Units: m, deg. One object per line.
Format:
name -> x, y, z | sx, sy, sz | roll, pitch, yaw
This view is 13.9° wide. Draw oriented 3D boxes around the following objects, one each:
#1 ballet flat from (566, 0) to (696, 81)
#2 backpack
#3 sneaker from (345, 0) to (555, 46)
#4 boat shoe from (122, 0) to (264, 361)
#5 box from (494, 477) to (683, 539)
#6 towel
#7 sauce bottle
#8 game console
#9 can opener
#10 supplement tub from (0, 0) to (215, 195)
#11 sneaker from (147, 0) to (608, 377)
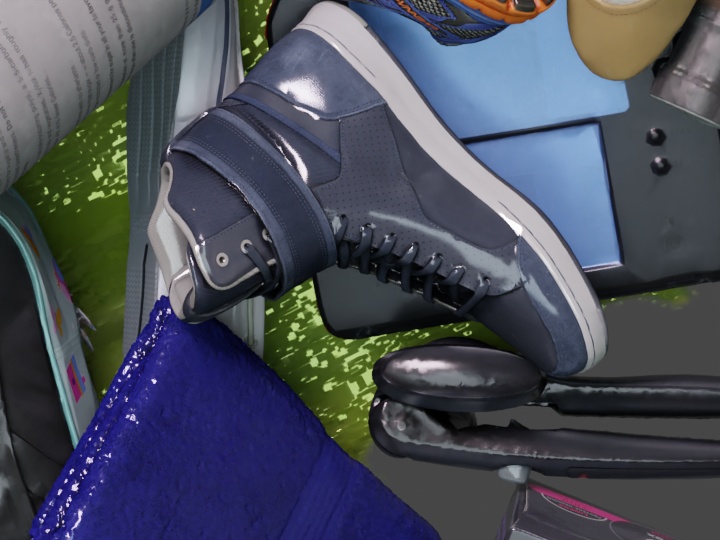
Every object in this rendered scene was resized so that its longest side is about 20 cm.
ballet flat -> 0.128, -0.173, 1.254 | 0.069, 0.063, 0.201 | 33, 111, 27
backpack -> -0.208, 0.047, 1.340 | 0.175, 0.153, 0.201 | -11, 108, 4
sneaker -> -0.011, -0.156, 1.285 | 0.200, 0.075, 0.078 | 34, 146, -6
boat shoe -> -0.069, -0.042, 1.362 | 0.067, 0.074, 0.201 | 3, 99, -24
box -> 0.090, 0.216, 1.362 | 0.122, 0.106, 0.201 | 22, 101, 3
towel -> -0.054, 0.125, 1.327 | 0.049, 0.148, 0.200 | -12, 131, 44
sauce bottle -> 0.186, -0.159, 1.296 | 0.065, 0.065, 0.201 | 23, 93, 2
game console -> 0.065, -0.066, 1.354 | 0.199, 0.031, 0.178 | -9, 98, 8
can opener -> 0.101, 0.071, 1.360 | 0.199, 0.079, 0.064 | 9, 93, -5
supplement tub -> -0.159, -0.111, 1.243 | 0.132, 0.132, 0.200 | 47, 65, -3
sneaker -> -0.001, 0.000, 1.290 | 0.202, 0.077, 0.146 | 46, 65, 5
